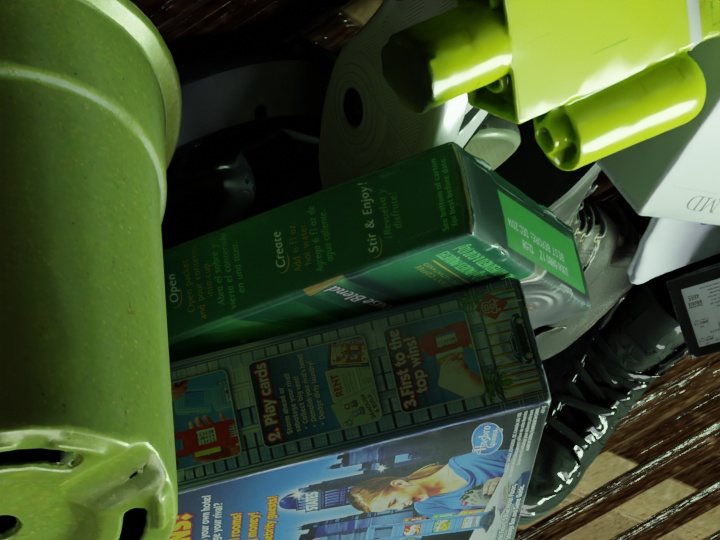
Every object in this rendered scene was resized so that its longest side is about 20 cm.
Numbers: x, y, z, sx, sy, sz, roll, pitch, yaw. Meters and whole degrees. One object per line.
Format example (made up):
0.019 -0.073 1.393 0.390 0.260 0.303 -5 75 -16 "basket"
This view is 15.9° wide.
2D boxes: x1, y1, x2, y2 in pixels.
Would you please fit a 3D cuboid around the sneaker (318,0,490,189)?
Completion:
0.062 -0.094 1.037 0.112 0.073 0.200 -9 141 -32 "sneaker"

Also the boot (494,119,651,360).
0.096 -0.027 1.242 0.200 0.069 0.174 -48 153 25 "boot"

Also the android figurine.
0.092 -0.132 0.950 0.200 0.041 0.182 -22 120 -29 "android figurine"

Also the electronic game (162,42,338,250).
-0.083 -0.027 1.108 0.200 0.042 0.200 -28 157 -13 "electronic game"

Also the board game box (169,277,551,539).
-0.038 0.093 1.045 0.200 0.062 0.200 -6 145 -10 "board game box"

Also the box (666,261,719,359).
0.276 -0.013 1.268 0.160 0.044 0.200 -16 178 -43 "box"

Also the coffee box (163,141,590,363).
-0.020 0.015 1.051 0.200 0.044 0.123 -19 156 21 "coffee box"

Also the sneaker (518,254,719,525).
0.134 0.039 1.344 0.200 0.060 0.104 -54 -176 -26 "sneaker"

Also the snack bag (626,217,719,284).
0.225 -0.076 1.250 0.188 0.021 0.200 -18 146 -35 "snack bag"

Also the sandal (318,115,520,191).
0.000 0.001 1.141 0.201 0.057 0.080 -44 156 22 "sandal"

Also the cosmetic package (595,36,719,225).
0.183 -0.115 1.071 0.101 0.071 0.200 5 129 -41 "cosmetic package"

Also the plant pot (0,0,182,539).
-0.144 0.022 0.915 0.200 0.190 0.200 -11 142 -8 "plant pot"
